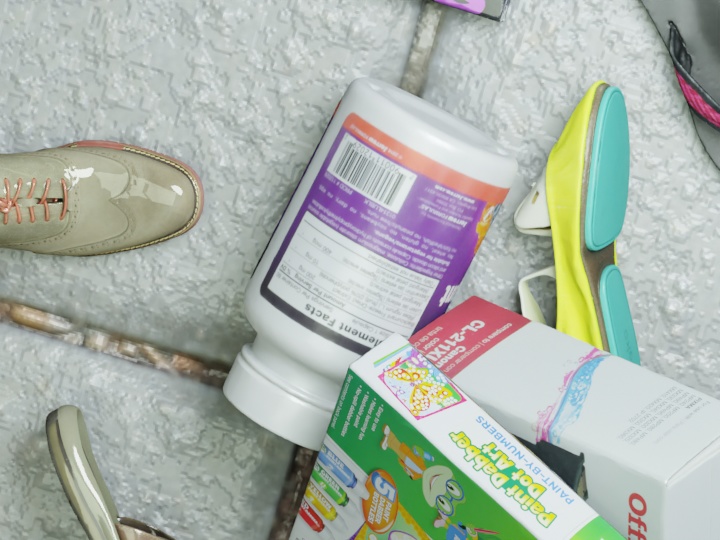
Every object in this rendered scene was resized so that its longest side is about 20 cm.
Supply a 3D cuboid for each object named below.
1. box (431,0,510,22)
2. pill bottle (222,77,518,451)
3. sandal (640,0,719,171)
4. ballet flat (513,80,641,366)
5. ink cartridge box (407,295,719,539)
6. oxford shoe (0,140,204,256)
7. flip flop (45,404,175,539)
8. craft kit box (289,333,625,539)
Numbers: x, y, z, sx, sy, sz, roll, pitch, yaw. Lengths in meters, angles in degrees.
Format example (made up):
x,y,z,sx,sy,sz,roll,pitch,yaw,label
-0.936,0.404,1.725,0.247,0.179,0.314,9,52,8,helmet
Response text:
x,y,z,sx,sy,sz,roll,pitch,yaw,label
0.009,-0.240,1.497,0.199,0.036,0.144,18,101,3,box
0.000,0.000,1.498,0.111,0.111,0.201,28,101,0,pill bottle
0.212,-0.119,1.493,0.075,0.045,0.201,-32,95,9,sandal
0.123,-0.010,1.514,0.067,0.067,0.201,0,102,27,ballet flat
0.117,0.122,1.451,0.199,0.083,0.146,23,130,37,ink cartridge box
-0.193,-0.038,1.528,0.199,0.075,0.071,-1,99,5,oxford shoe
-0.132,0.170,1.563,0.057,0.081,0.201,-23,91,-6,flip flop
0.054,0.167,1.438,0.197,0.048,0.200,39,140,19,craft kit box
